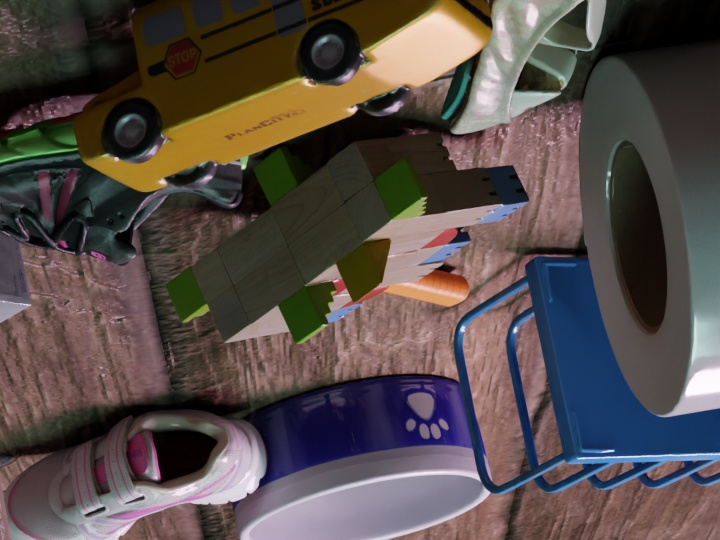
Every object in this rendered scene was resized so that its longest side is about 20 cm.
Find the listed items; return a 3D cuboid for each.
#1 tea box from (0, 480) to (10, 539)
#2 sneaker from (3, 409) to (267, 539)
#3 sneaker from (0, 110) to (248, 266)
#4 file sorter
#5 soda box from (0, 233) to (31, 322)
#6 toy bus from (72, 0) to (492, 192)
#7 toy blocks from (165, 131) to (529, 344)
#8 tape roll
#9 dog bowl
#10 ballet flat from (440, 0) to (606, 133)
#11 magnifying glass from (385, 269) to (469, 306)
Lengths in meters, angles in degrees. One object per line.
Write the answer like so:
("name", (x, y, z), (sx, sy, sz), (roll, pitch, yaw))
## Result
("tea box", (-0.359, 0.142, 1.629), (0.200, 0.134, 0.197), (-19, 161, 18))
("sneaker", (-0.170, 0.144, 1.852), (0.200, 0.081, 0.088), (-20, 160, -2))
("sneaker", (-0.152, -0.036, 1.308), (0.200, 0.084, 0.077), (-15, -172, 12))
("file sorter", (0.182, 0.079, 1.763), (0.200, 0.139, 0.123), (1, 158, -33))
("soda box", (-0.276, 0.023, 1.443), (0.200, 0.068, 0.063), (-28, 156, 36))
("toy bus", (-0.041, -0.104, 1.212), (0.200, 0.078, 0.065), (-20, 161, 21))
("toy blocks", (0.003, -0.021, 1.479), (0.137, 0.100, 0.200), (-9, 159, -49))
("tape roll", (0.214, -0.029, 1.400), (0.139, 0.203, 0.203), (-9, 161, -9))
("dog bowl", (-0.003, 0.151, 1.962), (0.200, 0.079, 0.200), (-12, 161, -4))
("ballet flat", (0.084, -0.113, 1.267), (0.062, 0.068, 0.200), (21, 158, 1))
("magnifying glass", (0.000, 0.000, 1.623), (0.080, 0.022, 0.200), (-26, 158, 34))
